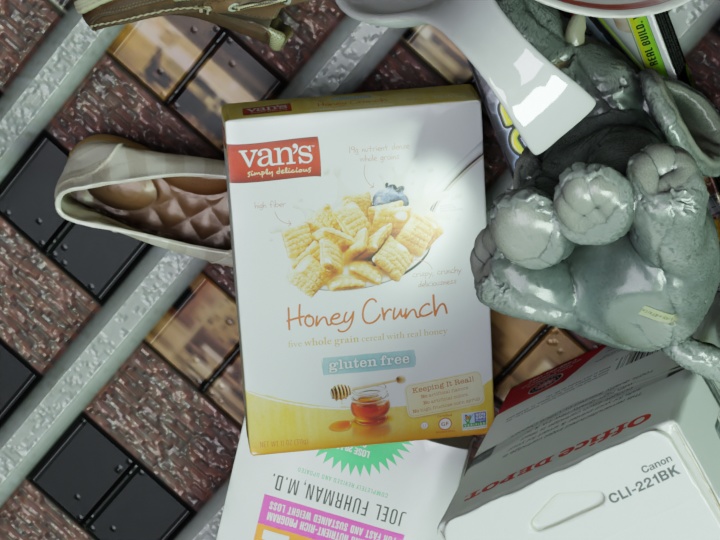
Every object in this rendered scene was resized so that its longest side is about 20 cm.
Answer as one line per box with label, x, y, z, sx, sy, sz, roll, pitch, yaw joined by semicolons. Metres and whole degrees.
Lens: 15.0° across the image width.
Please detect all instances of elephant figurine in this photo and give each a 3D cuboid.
elephant figurine;0.127;-0.065;1.426;0.141;0.200;0.156;3;132;-1

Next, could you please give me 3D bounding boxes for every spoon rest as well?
spoon rest;0.048;-0.140;1.383;0.099;0.200;0.061;-41;136;5

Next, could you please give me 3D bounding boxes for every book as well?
book;-0.020;0.173;1.625;0.133;0.048;0.201;16;109;8

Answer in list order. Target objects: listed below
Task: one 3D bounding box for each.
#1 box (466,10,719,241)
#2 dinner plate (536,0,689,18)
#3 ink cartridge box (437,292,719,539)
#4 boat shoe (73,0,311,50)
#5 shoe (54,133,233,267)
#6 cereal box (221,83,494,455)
box;0.129;-0.086;1.496;0.110;0.035;0.201;-18;103;21
dinner plate;0.108;-0.214;1.393;0.200;0.200;0.024;40;148;-1
ink cartridge box;0.138;0.105;1.468;0.144;0.200;0.084;-27;100;22
boat shoe;-0.060;-0.155;1.504;0.202;0.075;0.075;-14;103;19
shoe;-0.080;-0.030;1.562;0.199;0.053;0.070;11;112;9
cereal box;0.000;0.000;1.526;0.143;0.040;0.201;-6;110;-4
